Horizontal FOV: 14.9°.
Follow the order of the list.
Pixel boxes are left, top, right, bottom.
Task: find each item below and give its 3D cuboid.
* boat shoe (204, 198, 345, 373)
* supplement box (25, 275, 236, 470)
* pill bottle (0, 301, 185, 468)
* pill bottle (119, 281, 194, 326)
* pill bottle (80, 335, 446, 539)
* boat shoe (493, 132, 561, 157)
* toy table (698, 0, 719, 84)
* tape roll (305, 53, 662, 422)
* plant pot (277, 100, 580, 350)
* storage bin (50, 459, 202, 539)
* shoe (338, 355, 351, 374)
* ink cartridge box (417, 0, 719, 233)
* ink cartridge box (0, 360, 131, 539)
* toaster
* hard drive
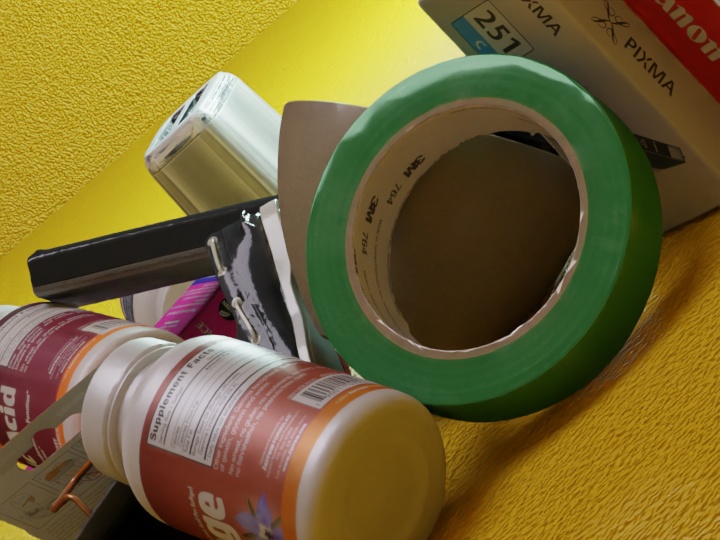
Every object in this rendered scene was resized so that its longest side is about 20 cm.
[{"bbox_3d":[-0.050,0.048,1.723,0.060,0.076,0.201,-24,49,10],"label":"boat shoe"},{"bbox_3d":[-0.135,0.108,2.011,0.200,0.101,0.103,-49,13,-15],"label":"supplement box"},{"bbox_3d":[-0.198,0.083,1.876,0.114,0.114,0.200,-49,31,-21],"label":"pill bottle"},{"bbox_3d":[-0.131,0.024,2.254,0.120,0.120,0.200,-45,11,-4],"label":"pill bottle"},{"bbox_3d":[-0.059,0.100,1.525,0.199,0.112,0.112,15,55,41],"label":"pill bottle"},{"bbox_3d":[0.137,-0.088,1.690,0.199,0.072,0.060,13,51,43],"label":"boat shoe"},{"bbox_3d":[0.226,-0.190,1.623,0.183,0.118,0.200,-15,13,-2],"label":"toy table"},{"bbox_3d":[0.067,-0.018,1.527,0.200,0.201,0.048,-42,-30,12],"label":"tape roll"},{"bbox_3d":[0.034,-0.014,1.687,0.200,0.199,0.135,178,106,-74],"label":"plant pot"},{"bbox_3d":[-0.130,0.188,1.645,0.134,0.145,0.200,-49,6,42],"label":"storage bin"},{"bbox_3d":[-0.088,0.123,1.865,0.200,0.072,0.091,-43,8,-10],"label":"shoe"},{"bbox_3d":[0.153,-0.123,1.537,0.176,0.200,0.045,-30,19,54],"label":"ink cartridge box"},{"bbox_3d":[-0.136,0.120,1.741,0.162,0.200,0.057,-39,38,25],"label":"ink cartridge box"},{"bbox_3d":[-0.134,-0.107,2.719,0.114,0.129,0.200,-41,12,23],"label":"toaster"},{"bbox_3d":[-0.124,-0.014,1.935,0.199,0.033,0.140,-13,-5,4],"label":"hard drive"}]
